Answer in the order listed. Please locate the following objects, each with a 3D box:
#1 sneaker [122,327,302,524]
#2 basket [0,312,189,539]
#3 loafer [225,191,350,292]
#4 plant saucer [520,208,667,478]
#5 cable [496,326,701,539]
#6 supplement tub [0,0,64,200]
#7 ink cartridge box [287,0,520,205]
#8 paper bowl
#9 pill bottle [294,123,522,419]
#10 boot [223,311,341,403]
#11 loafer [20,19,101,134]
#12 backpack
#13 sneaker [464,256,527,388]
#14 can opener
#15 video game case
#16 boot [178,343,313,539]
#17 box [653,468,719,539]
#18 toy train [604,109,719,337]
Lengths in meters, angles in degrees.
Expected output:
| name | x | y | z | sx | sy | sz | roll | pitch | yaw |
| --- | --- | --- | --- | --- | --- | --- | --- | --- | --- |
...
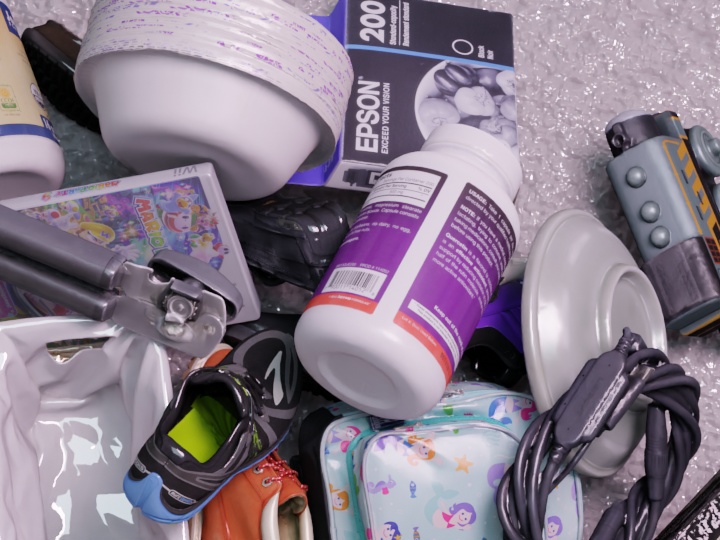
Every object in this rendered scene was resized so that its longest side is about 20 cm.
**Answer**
| name | x | y | z | sx | sy | sz | roll | pitch | yaw |
| --- | --- | --- | --- | --- | --- | --- | --- | --- | --- |
| sneaker | -0.089 | 0.098 | 1.312 | 0.071 | 0.083 | 0.200 | 36 | 38 | 6 |
| basket | -0.201 | 0.145 | 1.371 | 0.134 | 0.124 | 0.202 | -5 | 72 | -10 |
| loafer | -0.073 | -0.023 | 1.432 | 0.068 | 0.200 | 0.071 | -17 | 109 | -30 |
| plant saucer | 0.184 | 0.052 | 1.404 | 0.050 | 0.200 | 0.202 | -9 | 66 | 32 |
| cable | 0.168 | 0.148 | 1.337 | 0.051 | 0.163 | 0.201 | 21 | 73 | 40 |
| supplement tub | -0.319 | -0.136 | 1.436 | 0.143 | 0.145 | 0.202 | -18 | 74 | -14 |
| ink cartridge box | 0.027 | -0.142 | 1.519 | 0.198 | 0.044 | 0.199 | 6 | 50 | -5 |
| paper bowl | -0.110 | -0.122 | 1.377 | 0.199 | 0.201 | 0.105 | 14 | 71 | -3 |
| pill bottle | 0.041 | -0.003 | 1.334 | 0.112 | 0.113 | 0.201 | 28 | 62 | 3 |
| boot | 0.001 | 0.000 | 1.481 | 0.164 | 0.066 | 0.202 | 25 | 73 | -10 |
| loafer | -0.179 | -0.141 | 1.512 | 0.199 | 0.073 | 0.072 | 33 | 65 | -6 |
| backpack | 0.065 | 0.170 | 1.387 | 0.198 | 0.150 | 0.180 | -9 | 94 | -20 |
| sneaker | 0.124 | 0.040 | 1.476 | 0.199 | 0.069 | 0.101 | 0 | 92 | -35 |
| can opener | -0.181 | 0.001 | 1.347 | 0.198 | 0.054 | 0.067 | 23 | 30 | 5 |
| video game case | -0.186 | -0.004 | 1.393 | 0.198 | 0.144 | 0.018 | -10 | 40 | 8 |
| boot | -0.078 | 0.146 | 1.390 | 0.075 | 0.107 | 0.202 | 12 | 67 | -45 |
| box | 0.260 | 0.217 | 1.391 | 0.086 | 0.164 | 0.200 | 45 | 70 | 8 |
| toy train | 0.256 | -0.038 | 1.503 | 0.114 | 0.085 | 0.202 | 6 | 60 | -54 |
